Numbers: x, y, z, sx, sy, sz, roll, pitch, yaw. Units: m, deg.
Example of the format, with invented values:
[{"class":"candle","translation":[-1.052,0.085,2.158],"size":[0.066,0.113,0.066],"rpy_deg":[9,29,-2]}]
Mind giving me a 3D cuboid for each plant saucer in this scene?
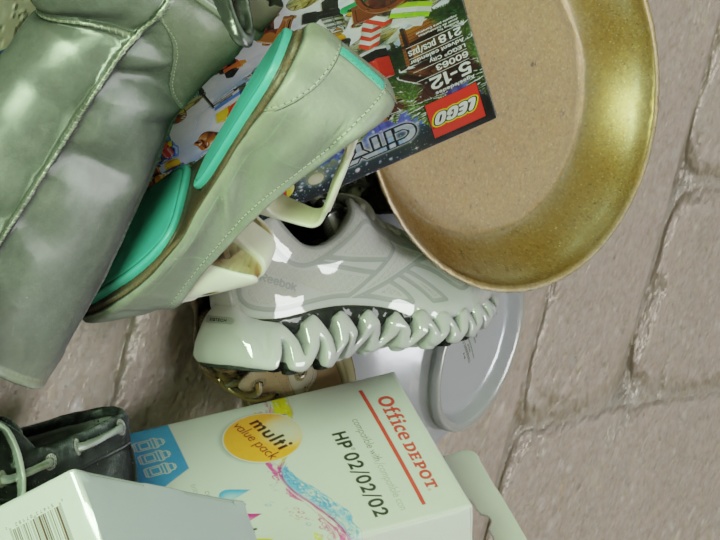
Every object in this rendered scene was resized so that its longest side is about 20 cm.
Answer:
[{"class":"plant saucer","translation":[0.066,-0.091,1.446],"size":[0.199,0.035,0.201],"rpy_deg":[-4,96,-41]}]

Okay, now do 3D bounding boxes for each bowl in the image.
[{"class":"bowl","translation":[0.028,0.029,1.605],"size":[0.201,0.090,0.202],"rpy_deg":[-43,144,-43]}]

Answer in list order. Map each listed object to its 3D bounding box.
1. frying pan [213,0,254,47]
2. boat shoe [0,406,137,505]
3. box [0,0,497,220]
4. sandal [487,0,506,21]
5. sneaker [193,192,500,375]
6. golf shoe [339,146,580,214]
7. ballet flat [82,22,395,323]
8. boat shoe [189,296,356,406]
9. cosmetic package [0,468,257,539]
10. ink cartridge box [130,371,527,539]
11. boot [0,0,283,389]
[{"class":"frying pan","translation":[-0.080,-0.186,1.182],"size":[0.115,0.031,0.191],"rpy_deg":[34,33,-33]},{"class":"boat shoe","translation":[-0.167,0.090,1.274],"size":[0.199,0.073,0.069],"rpy_deg":[-4,97,-49]},{"class":"box","translation":[-0.047,-0.081,1.302],"size":[0.199,0.038,0.137],"rpy_deg":[-24,143,-2]},{"class":"sandal","translation":[0.036,-0.109,1.557],"size":[0.069,0.078,0.212],"rpy_deg":[-25,160,-5]},{"class":"sneaker","translation":[0.000,0.000,1.422],"size":[0.200,0.075,0.082],"rpy_deg":[-9,99,-52]},{"class":"golf shoe","translation":[0.015,-0.058,1.504],"size":[0.199,0.088,0.078],"rpy_deg":[5,77,-30]},{"class":"ballet flat","translation":[-0.053,-0.025,1.250],"size":[0.200,0.064,0.068],"rpy_deg":[-46,-160,41]},{"class":"boat shoe","translation":[-0.056,0.030,1.472],"size":[0.065,0.071,0.201],"rpy_deg":[-46,135,-33]},{"class":"cosmetic package","translation":[-0.155,0.151,1.227],"size":[0.151,0.199,0.052],"rpy_deg":[16,49,-65]},{"class":"ink cartridge box","translation":[-0.018,0.118,1.431],"size":[0.199,0.115,0.068],"rpy_deg":[-13,127,-15]},{"class":"boot","translation":[-0.148,-0.071,1.202],"size":[0.200,0.181,0.073],"rpy_deg":[-50,-161,14]}]
